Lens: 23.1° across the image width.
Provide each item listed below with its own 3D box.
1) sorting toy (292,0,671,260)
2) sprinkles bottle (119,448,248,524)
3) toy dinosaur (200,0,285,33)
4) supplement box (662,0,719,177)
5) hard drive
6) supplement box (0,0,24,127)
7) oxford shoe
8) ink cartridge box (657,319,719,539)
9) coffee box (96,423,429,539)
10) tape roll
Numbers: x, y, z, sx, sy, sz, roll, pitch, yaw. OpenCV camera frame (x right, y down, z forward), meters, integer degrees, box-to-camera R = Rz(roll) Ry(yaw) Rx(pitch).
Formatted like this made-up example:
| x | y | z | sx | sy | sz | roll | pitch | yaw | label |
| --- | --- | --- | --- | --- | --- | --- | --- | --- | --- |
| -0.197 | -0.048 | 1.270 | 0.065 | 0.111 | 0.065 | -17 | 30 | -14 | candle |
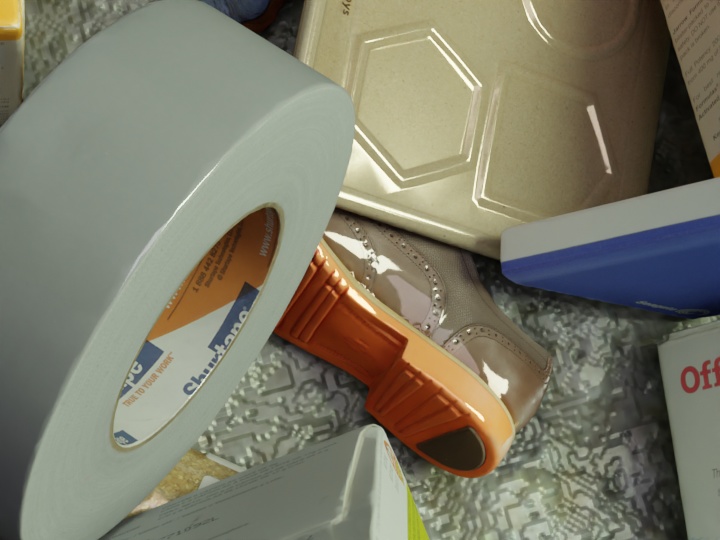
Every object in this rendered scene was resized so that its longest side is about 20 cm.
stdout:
| x | y | z | sx | sy | sz | roll | pitch | yaw | label |
| --- | --- | --- | --- | --- | --- | --- | --- | --- | --- |
| 0.056 | -0.099 | 0.784 | 0.199 | 0.036 | 0.186 | 18 | 75 | -30 | sorting toy |
| -0.032 | 0.127 | 0.739 | 0.199 | 0.068 | 0.068 | 24 | 77 | -3 | sprinkles bottle |
| -0.040 | -0.138 | 0.778 | 0.199 | 0.105 | 0.182 | 9 | 92 | -15 | toy dinosaur |
| 0.200 | -0.128 | 0.765 | 0.126 | 0.074 | 0.201 | 7 | 55 | -25 | supplement box |
| 0.173 | -0.013 | 0.706 | 0.132 | 0.200 | 0.025 | 11 | 75 | -38 | hard drive |
| -0.171 | -0.123 | 0.696 | 0.073 | 0.200 | 0.127 | -2 | 80 | -12 | supplement box |
| 0.000 | 0.000 | 0.777 | 0.200 | 0.071 | 0.073 | 45 | 56 | -2 | oxford shoe |
| 0.212 | 0.112 | 0.732 | 0.085 | 0.147 | 0.201 | 0 | 78 | -30 | ink cartridge box |
| -0.048 | 0.200 | 0.615 | 0.199 | 0.200 | 0.198 | -22 | 99 | 4 | coffee box |
| -0.083 | 0.004 | 0.635 | 0.066 | 0.200 | 0.201 | 33 | 76 | 11 | tape roll |
